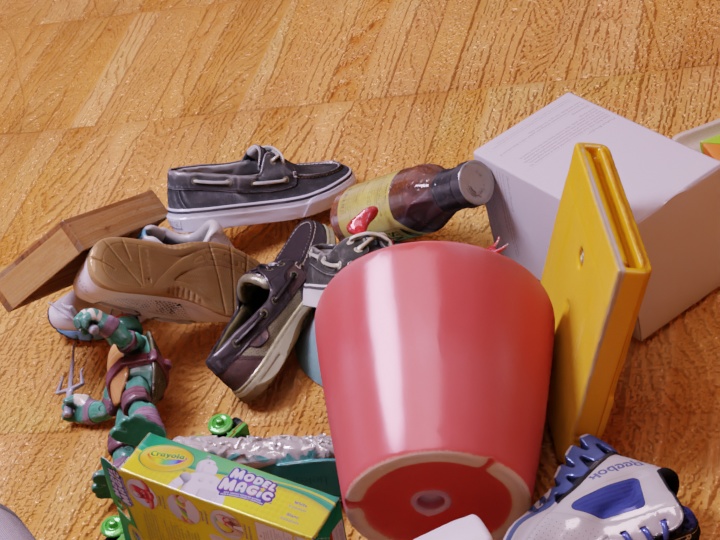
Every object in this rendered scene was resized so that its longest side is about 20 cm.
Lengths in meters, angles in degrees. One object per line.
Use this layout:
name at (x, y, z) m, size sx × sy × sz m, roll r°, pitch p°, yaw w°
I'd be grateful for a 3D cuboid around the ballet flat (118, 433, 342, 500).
ballet flat at (-0.098, 0.161, 1.437) m, size 0.198 × 0.072 × 0.072 m, roll 0°, pitch 35°, yaw -7°

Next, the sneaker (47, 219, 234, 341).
sneaker at (-0.212, 0.000, 1.701) m, size 0.198 × 0.087 × 0.075 m, roll -20°, pitch 37°, yaw 1°

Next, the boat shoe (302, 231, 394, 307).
boat shoe at (0.000, 0.000, 1.491) m, size 0.070 × 0.064 × 0.200 m, roll 0°, pitch -1°, yaw -26°

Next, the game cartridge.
game cartridge at (0.177, 0.030, 1.397) m, size 0.032 × 0.202 × 0.177 m, roll 3°, pitch 36°, yaw -8°

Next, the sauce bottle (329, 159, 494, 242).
sauce bottle at (0.047, -0.062, 1.619) m, size 0.066 × 0.066 × 0.199 m, roll -42°, pitch 15°, yaw -29°

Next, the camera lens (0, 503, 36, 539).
camera lens at (-0.285, 0.273, 1.312) m, size 0.159 × 0.161 × 0.200 m, roll -32°, pitch 38°, yaw -18°

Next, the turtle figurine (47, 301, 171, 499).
turtle figurine at (-0.214, 0.094, 1.552) m, size 0.100 × 0.151 × 0.201 m, roll -6°, pitch 42°, yaw -13°

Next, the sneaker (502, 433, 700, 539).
sneaker at (0.178, 0.199, 1.270) m, size 0.114 × 0.081 × 0.200 m, roll 6°, pitch 41°, yaw 33°

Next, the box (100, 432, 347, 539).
box at (-0.103, 0.196, 1.346) m, size 0.198 × 0.118 × 0.048 m, roll 14°, pitch 45°, yaw 24°

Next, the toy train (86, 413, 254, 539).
toy train at (-0.154, 0.193, 1.463) m, size 0.056 × 0.042 × 0.200 m, roll 26°, pitch 54°, yaw 32°

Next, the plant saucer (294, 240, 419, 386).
plant saucer at (0.031, 0.032, 1.591) m, size 0.198 × 0.036 × 0.201 m, roll -13°, pitch 36°, yaw 9°

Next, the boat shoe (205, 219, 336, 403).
boat shoe at (-0.079, 0.023, 1.596) m, size 0.073 × 0.065 × 0.201 m, roll -29°, pitch 30°, yaw 44°

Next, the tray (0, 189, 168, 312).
tray at (-0.260, -0.022, 1.662) m, size 0.098 × 0.037 × 0.200 m, roll -38°, pitch -1°, yaw 19°

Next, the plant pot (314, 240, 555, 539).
plant pot at (0.057, 0.108, 1.363) m, size 0.198 × 0.201 × 0.179 m, roll -9°, pitch 48°, yaw 13°

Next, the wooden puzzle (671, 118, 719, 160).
wooden puzzle at (0.393, -0.098, 1.599) m, size 0.183 × 0.037 × 0.201 m, roll -20°, pitch 36°, yaw -2°

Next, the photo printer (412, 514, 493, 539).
photo printer at (0.018, 0.275, 1.173) m, size 0.198 × 0.168 × 0.069 m, roll -23°, pitch 16°, yaw -7°

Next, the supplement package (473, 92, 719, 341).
supplement package at (0.212, -0.050, 1.545) m, size 0.121 × 0.121 × 0.200 m, roll -31°, pitch 37°, yaw -21°

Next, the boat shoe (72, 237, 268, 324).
boat shoe at (-0.169, 0.015, 1.626) m, size 0.069 × 0.198 × 0.072 m, roll -36°, pitch 50°, yaw 49°

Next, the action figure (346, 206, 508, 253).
action figure at (0.071, -0.003, 1.531) m, size 0.099 × 0.066 × 0.200 m, roll -33°, pitch 37°, yaw -3°

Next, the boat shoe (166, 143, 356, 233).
boat shoe at (-0.095, -0.088, 1.741) m, size 0.198 × 0.072 × 0.072 m, roll -13°, pitch 20°, yaw -24°
